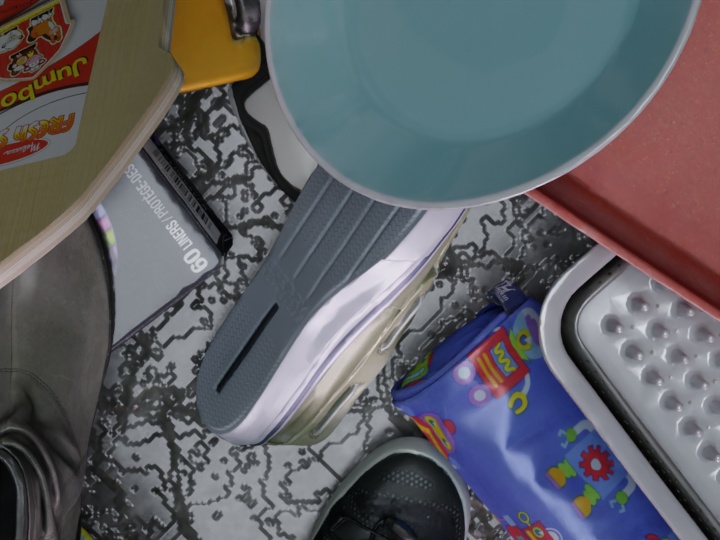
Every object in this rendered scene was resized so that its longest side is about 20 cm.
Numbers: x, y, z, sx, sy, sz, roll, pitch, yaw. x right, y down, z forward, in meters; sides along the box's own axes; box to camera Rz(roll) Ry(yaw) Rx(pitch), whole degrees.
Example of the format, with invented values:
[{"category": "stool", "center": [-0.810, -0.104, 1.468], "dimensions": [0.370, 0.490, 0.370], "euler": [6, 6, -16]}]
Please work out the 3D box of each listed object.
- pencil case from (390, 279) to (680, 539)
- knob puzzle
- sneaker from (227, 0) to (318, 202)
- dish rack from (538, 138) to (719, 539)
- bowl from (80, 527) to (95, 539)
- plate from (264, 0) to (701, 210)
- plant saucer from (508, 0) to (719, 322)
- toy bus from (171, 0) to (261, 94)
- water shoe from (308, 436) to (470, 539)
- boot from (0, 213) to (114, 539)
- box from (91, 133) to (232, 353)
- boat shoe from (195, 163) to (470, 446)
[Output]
[{"category": "pencil case", "center": [0.103, 0.098, 1.034], "dimensions": [0.200, 0.078, 0.087], "euler": [49, 61, -4]}, {"category": "knob puzzle", "center": [-0.155, -0.047, 0.901], "dimensions": [0.219, 0.220, 0.031], "euler": [-32, 133, 2]}, {"category": "sneaker", "center": [-0.029, -0.123, 1.009], "dimensions": [0.073, 0.080, 0.201], "euler": [-10, 98, -3]}, {"category": "dish rack", "center": [0.184, 0.040, 0.992], "dimensions": [0.171, 0.044, 0.200], "euler": [-39, 102, -5]}, {"category": "bowl", "center": [-0.156, 0.215, 1.011], "dimensions": [0.200, 0.200, 0.108], "euler": [-44, 137, 3]}, {"category": "plate", "center": [0.052, -0.116, 0.915], "dimensions": [0.199, 0.026, 0.202], "euler": [-10, 68, 27]}, {"category": "plant saucer", "center": [0.184, -0.074, 0.940], "dimensions": [0.199, 0.037, 0.201], "euler": [32, 90, -13]}, {"category": "toy bus", "center": [-0.101, -0.175, 0.993], "dimensions": [0.065, 0.078, 0.201], "euler": [-14, 94, -20]}, {"category": "water shoe", "center": [-0.007, 0.173, 1.036], "dimensions": [0.071, 0.079, 0.201], "euler": [28, 94, -4]}, {"category": "boot", "center": [-0.134, 0.062, 0.892], "dimensions": [0.067, 0.131, 0.202], "euler": [1, 98, -3]}, {"category": "box", "center": [-0.169, 0.004, 1.003], "dimensions": [0.200, 0.106, 0.122], "euler": [-38, 95, 3]}, {"category": "boat shoe", "center": [0.000, 0.000, 1.009], "dimensions": [0.062, 0.072, 0.200], "euler": [14, 126, -42]}]
